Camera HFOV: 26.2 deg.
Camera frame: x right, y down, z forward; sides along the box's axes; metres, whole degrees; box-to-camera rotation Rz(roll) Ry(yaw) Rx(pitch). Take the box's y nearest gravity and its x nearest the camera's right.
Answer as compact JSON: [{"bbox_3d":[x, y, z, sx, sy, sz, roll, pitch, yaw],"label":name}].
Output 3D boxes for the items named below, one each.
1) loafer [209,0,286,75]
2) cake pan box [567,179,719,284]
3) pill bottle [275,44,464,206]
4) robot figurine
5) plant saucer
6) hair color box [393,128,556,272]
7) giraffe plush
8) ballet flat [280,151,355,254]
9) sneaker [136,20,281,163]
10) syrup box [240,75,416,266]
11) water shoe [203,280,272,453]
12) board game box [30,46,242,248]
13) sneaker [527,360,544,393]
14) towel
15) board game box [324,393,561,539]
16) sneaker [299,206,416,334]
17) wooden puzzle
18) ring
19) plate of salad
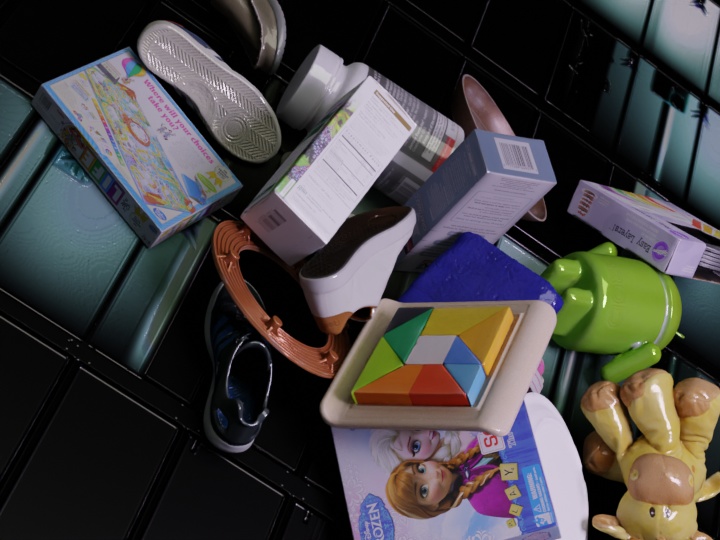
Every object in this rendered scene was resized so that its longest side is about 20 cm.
[{"bbox_3d":[-0.144,-0.311,1.812,0.069,0.075,0.202,-8,59,-26],"label":"loafer"},{"bbox_3d":[0.384,-0.041,1.921,0.183,0.053,0.200,8,20,-37],"label":"cake pan box"},{"bbox_3d":[0.010,-0.166,1.777,0.199,0.114,0.115,32,45,-13],"label":"pill bottle"},{"bbox_3d":[0.296,0.041,1.830,0.198,0.116,0.177,8,46,-32],"label":"robot figurine"},{"bbox_3d":[0.163,-0.142,1.878,0.201,0.034,0.201,51,20,-27],"label":"plant saucer"},{"bbox_3d":[0.118,-0.071,1.722,0.098,0.200,0.061,6,55,-32],"label":"hair color box"},{"bbox_3d":[0.316,0.228,1.667,0.202,0.171,0.163,66,24,-22],"label":"giraffe plush"},{"bbox_3d":[-0.030,-0.059,1.704,0.067,0.064,0.202,1,58,-40],"label":"ballet flat"},{"bbox_3d":[-0.164,-0.205,1.717,0.200,0.075,0.085,47,7,-18],"label":"sneaker"},{"bbox_3d":[-0.031,-0.106,1.630,0.081,0.079,0.201,44,54,-12],"label":"syrup box"},{"bbox_3d":[-0.110,0.082,1.530,0.071,0.079,0.202,17,50,-25],"label":"water shoe"},{"bbox_3d":[-0.234,-0.132,1.631,0.201,0.034,0.134,50,44,6],"label":"board game box"},{"bbox_3d":[0.153,0.120,1.668,0.082,0.087,0.202,56,30,-45],"label":"sneaker"},{"bbox_3d":[0.105,0.063,1.654,0.147,0.050,0.200,36,67,23],"label":"towel"},{"bbox_3d":[0.078,0.191,1.528,0.197,0.041,0.202,-16,60,4],"label":"board game box"},{"bbox_3d":[0.000,0.000,1.618,0.200,0.072,0.086,-42,127,-48],"label":"sneaker"},{"bbox_3d":[0.077,0.087,1.532,0.186,0.198,0.038,-59,141,-43],"label":"wooden puzzle"},{"bbox_3d":[-0.075,0.025,1.584,0.200,0.019,0.201,42,20,-19],"label":"ring"},{"bbox_3d":[0.189,0.229,1.618,0.200,0.048,0.202,37,46,-51],"label":"plate of salad"}]
